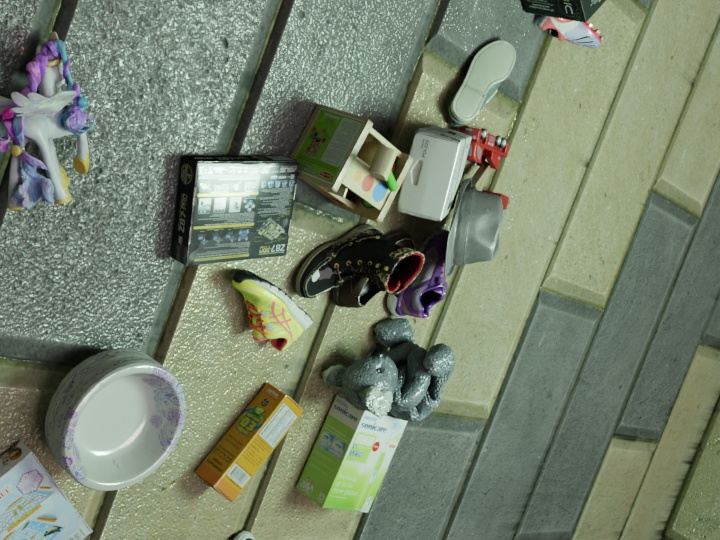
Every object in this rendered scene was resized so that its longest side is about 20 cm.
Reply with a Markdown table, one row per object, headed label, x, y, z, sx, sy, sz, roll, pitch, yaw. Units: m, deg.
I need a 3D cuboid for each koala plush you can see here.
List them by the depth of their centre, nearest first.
| label | x | y | z | sx | sy | sz | roll | pitch | yaw |
| --- | --- | --- | --- | --- | --- | --- | --- | --- | --- |
| koala plush | 0.044 | 0.208 | 1.761 | 0.199 | 0.177 | 0.185 | -7 | 117 | -44 |

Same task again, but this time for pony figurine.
| label | x | y | z | sx | sy | sz | roll | pitch | yaw |
| --- | --- | --- | --- | --- | --- | --- | --- | --- | --- |
| pony figurine | -0.403 | -0.180 | 1.156 | 0.193 | 0.165 | 0.201 | -54 | 146 | -64 |

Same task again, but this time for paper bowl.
| label | x | y | z | sx | sy | sz | roll | pitch | yaw |
| --- | --- | --- | --- | --- | --- | --- | --- | --- | --- |
| paper bowl | -0.366 | 0.212 | 1.388 | 0.200 | 0.104 | 0.202 | -23 | 124 | -38 |

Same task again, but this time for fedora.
| label | x | y | z | sx | sy | sz | roll | pitch | yaw |
| --- | --- | --- | --- | --- | --- | --- | --- | --- | --- |
| fedora | 0.217 | -0.076 | 1.759 | 0.200 | 0.090 | 0.178 | -69 | 165 | -50 |

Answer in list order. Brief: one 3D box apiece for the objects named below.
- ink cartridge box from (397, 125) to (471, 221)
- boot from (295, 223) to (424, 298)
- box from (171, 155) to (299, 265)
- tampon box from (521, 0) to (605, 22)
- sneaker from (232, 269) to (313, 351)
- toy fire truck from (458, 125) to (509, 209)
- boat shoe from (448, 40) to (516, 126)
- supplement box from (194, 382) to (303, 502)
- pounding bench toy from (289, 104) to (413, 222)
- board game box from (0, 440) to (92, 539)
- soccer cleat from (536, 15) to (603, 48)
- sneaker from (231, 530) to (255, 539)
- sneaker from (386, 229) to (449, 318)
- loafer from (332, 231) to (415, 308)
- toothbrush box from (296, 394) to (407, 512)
| label | x | y | z | sx | sy | sz | roll | pitch | yaw |
| --- | --- | --- | --- | --- | --- | --- | --- | --- | --- |
| ink cartridge box | 0.133 | -0.175 | 1.669 | 0.200 | 0.084 | 0.147 | -36 | 140 | -73 |
| boot | 0.000 | 0.000 | 1.631 | 0.200 | 0.150 | 0.074 | -33 | 129 | -31 |
| box | -0.191 | -0.096 | 1.467 | 0.199 | 0.049 | 0.162 | -8 | 112 | -44 |
| tampon box | 0.371 | -0.585 | 1.741 | 0.126 | 0.149 | 0.200 | -47 | 136 | -18 |
| sneaker | -0.155 | 0.073 | 1.563 | 0.091 | 0.078 | 0.200 | -54 | 138 | -10 |
| toy fire truck | 0.240 | -0.197 | 1.846 | 0.200 | 0.049 | 0.142 | 7 | 96 | -57 |
| boat shoe | 0.224 | -0.352 | 1.783 | 0.201 | 0.073 | 0.062 | -56 | -179 | -20 |
| supplement box | -0.192 | 0.296 | 1.638 | 0.200 | 0.066 | 0.069 | -50 | 133 | -18 |
| pounding bench toy | 0.011 | -0.160 | 1.531 | 0.156 | 0.199 | 0.125 | 32 | 84 | -47 |
| board game box | -0.516 | 0.380 | 1.360 | 0.200 | 0.041 | 0.200 | -40 | 133 | -25 |
| soccer cleat | 0.427 | -0.491 | 1.920 | 0.076 | 0.067 | 0.200 | -42 | 150 | 21 |
| sneaker | -0.188 | 0.573 | 1.762 | 0.074 | 0.079 | 0.201 | -42 | 135 | -27 |
| sneaker | 0.139 | 0.014 | 1.830 | 0.201 | 0.088 | 0.081 | -56 | 136 | -14 |
| loafer | 0.039 | 0.008 | 1.735 | 0.200 | 0.071 | 0.073 | -43 | 134 | -23 |
| toothbrush box | -0.016 | 0.357 | 1.834 | 0.145 | 0.086 | 0.201 | 24 | 89 | -49 |
